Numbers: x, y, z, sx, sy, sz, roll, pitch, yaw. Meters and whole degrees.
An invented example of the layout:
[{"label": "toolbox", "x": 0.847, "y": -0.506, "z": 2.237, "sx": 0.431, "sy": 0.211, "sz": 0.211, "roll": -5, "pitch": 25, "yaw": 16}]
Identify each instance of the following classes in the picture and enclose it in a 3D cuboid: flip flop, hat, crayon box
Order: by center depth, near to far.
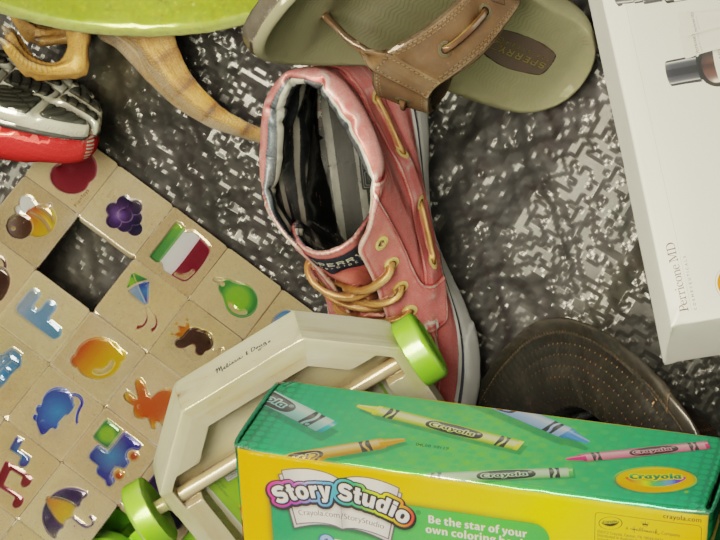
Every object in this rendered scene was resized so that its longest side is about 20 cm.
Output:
[{"label": "crayon box", "x": 0.051, "y": 0.121, "z": 0.866, "sx": 0.198, "sy": 0.058, "sz": 0.120, "roll": 7, "pitch": 118, "yaw": 17}, {"label": "flip flop", "x": 0.036, "y": -0.097, "z": 0.906, "sx": 0.081, "sy": 0.199, "sz": 0.058, "roll": -47, "pitch": 52, "yaw": 27}, {"label": "hat", "x": 0.123, "y": 0.115, "z": 0.966, "sx": 0.080, "sy": 0.200, "sz": 0.202, "roll": -10, "pitch": 99, "yaw": -35}]

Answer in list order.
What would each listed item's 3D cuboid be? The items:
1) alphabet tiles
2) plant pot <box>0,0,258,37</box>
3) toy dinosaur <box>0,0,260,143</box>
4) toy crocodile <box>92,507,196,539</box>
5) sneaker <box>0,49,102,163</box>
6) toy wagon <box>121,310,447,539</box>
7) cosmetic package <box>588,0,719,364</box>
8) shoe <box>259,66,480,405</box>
[{"label": "alphabet tiles", "x": -0.134, "y": 0.055, "z": 0.983, "sx": 0.167, "sy": 0.008, "sz": 0.200, "roll": 37, "pitch": 70, "yaw": 1}, {"label": "plant pot", "x": -0.102, "y": -0.228, "z": 0.893, "sx": 0.199, "sy": 0.201, "sz": 0.186, "roll": 0, "pitch": 70, "yaw": 7}, {"label": "toy dinosaur", "x": -0.111, "y": -0.121, "z": 0.980, "sx": 0.106, "sy": 0.060, "sz": 0.201, "roll": -25, "pitch": 95, "yaw": 8}, {"label": "toy crocodile", "x": -0.140, "y": 0.175, "z": 1.021, "sx": 0.200, "sy": 0.068, "sz": 0.062, "roll": -42, "pitch": 92, "yaw": 10}, {"label": "sneaker", "x": -0.215, "y": -0.060, "z": 1.004, "sx": 0.198, "sy": 0.077, "sz": 0.086, "roll": 3, "pitch": 110, "yaw": 14}, {"label": "toy wagon", "x": -0.009, "y": 0.108, "z": 0.959, "sx": 0.154, "sy": 0.040, "sz": 0.200, "roll": -31, "pitch": 126, "yaw": 6}, {"label": "cosmetic package", "x": 0.153, "y": -0.066, "z": 0.909, "sx": 0.082, "sy": 0.051, "sz": 0.202, "roll": -10, "pitch": 67, "yaw": 3}, {"label": "shoe", "x": 0.000, "y": 0.000, "z": 0.958, "sx": 0.071, "sy": 0.091, "sz": 0.202, "roll": -5, "pitch": 98, "yaw": 24}]
